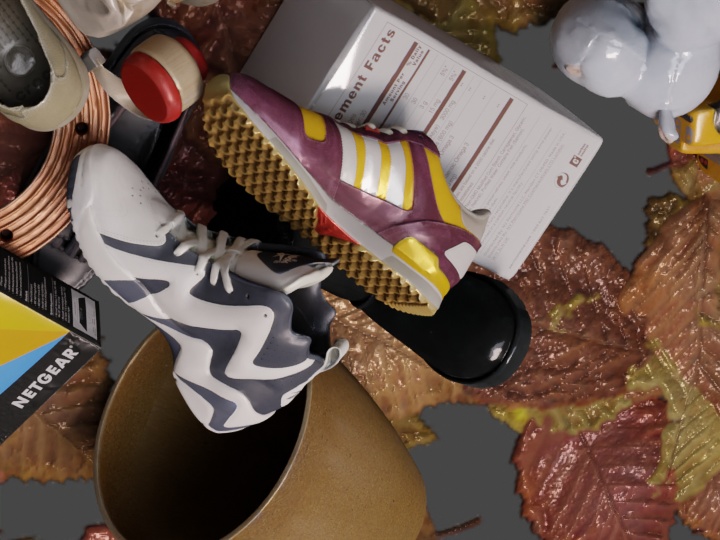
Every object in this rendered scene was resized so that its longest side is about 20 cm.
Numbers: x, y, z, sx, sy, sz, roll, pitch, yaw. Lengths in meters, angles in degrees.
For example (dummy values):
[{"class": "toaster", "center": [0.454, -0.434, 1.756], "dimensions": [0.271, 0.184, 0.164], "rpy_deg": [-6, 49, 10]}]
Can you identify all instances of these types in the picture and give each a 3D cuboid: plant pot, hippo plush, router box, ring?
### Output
[{"class": "plant pot", "center": [-0.047, 0.135, 1.258], "dimensions": [0.186, 0.186, 0.200], "rpy_deg": [-52, 135, 6]}, {"class": "hippo plush", "center": [0.216, -0.190, 1.250], "dimensions": [0.200, 0.159, 0.161], "rpy_deg": [15, 138, -13]}, {"class": "router box", "center": [-0.282, 0.061, 1.147], "dimensions": [0.149, 0.051, 0.200], "rpy_deg": [32, 118, -31]}, {"class": "ring", "center": [-0.254, -0.094, 1.120], "dimensions": [0.200, 0.019, 0.201], "rpy_deg": [-3, 105, -10]}]

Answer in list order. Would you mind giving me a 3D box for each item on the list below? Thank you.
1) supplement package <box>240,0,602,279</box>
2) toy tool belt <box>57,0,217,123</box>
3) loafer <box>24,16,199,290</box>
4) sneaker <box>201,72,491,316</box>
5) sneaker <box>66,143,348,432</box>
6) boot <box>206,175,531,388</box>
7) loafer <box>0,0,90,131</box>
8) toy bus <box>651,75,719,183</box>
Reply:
[{"class": "supplement package", "center": [0.034, -0.099, 1.204], "dimensions": [0.200, 0.117, 0.117], "rpy_deg": [27, 103, -30]}, {"class": "toy tool belt", "center": [-0.126, -0.200, 1.081], "dimensions": [0.123, 0.125, 0.200], "rpy_deg": [-40, 102, -28]}, {"class": "loafer", "center": [-0.160, -0.065, 1.168], "dimensions": [0.072, 0.063, 0.200], "rpy_deg": [22, 103, -30]}, {"class": "sneaker", "center": [-0.007, -0.064, 1.102], "dimensions": [0.200, 0.075, 0.090], "rpy_deg": [44, 68, -24]}, {"class": "sneaker", "center": [-0.080, -0.007, 1.104], "dimensions": [0.130, 0.079, 0.199], "rpy_deg": [-25, 96, 28]}, {"class": "boot", "center": [0.001, -0.001, 1.195], "dimensions": [0.162, 0.198, 0.073], "rpy_deg": [23, 100, -36]}, {"class": "loafer", "center": [-0.233, -0.163, 1.056], "dimensions": [0.200, 0.068, 0.076], "rpy_deg": [44, 89, -11]}, {"class": "toy bus", "center": [0.315, -0.110, 1.350], "dimensions": [0.200, 0.065, 0.078], "rpy_deg": [-10, 118, -19]}]
